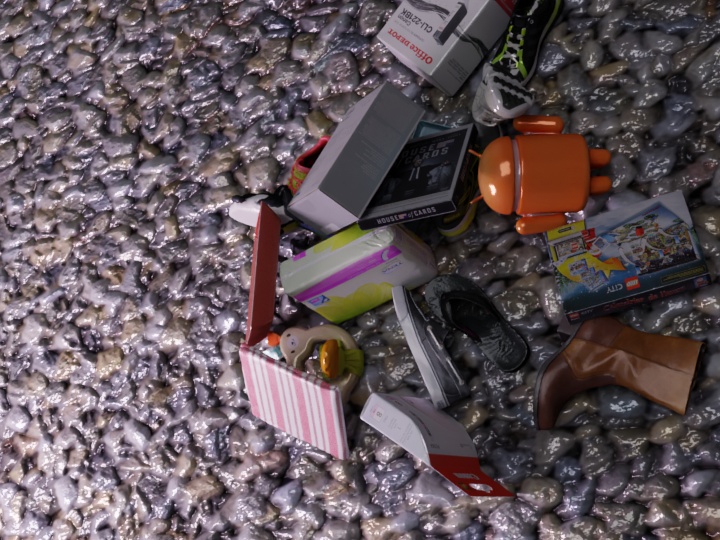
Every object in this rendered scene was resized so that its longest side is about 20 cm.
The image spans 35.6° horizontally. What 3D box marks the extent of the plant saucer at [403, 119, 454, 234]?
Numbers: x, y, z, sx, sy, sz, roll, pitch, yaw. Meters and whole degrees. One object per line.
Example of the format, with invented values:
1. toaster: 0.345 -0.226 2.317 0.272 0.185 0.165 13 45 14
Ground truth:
1. plant saucer: 0.089 -0.138 1.775 0.070 0.019 0.200 19 85 32

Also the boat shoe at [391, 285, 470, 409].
1. boat shoe: 0.106 0.105 1.666 0.068 0.072 0.200 -23 65 2

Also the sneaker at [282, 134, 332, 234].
1. sneaker: -0.092 -0.148 1.836 0.078 0.090 0.200 44 100 29

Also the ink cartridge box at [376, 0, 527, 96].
1. ink cartridge box: 0.144 -0.400 1.775 0.200 0.084 0.144 -52 54 8

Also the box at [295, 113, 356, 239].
1. box: -0.010 -0.140 1.776 0.200 0.117 0.048 -68 14 -4

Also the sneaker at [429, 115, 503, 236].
1. sneaker: 0.158 -0.152 1.701 0.074 0.085 0.200 16 84 31

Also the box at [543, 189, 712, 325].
1. box: 0.365 -0.018 1.545 0.200 0.038 0.137 -17 60 14

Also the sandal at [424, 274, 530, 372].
1. sandal: 0.169 0.069 1.653 0.200 0.048 0.075 41 98 31

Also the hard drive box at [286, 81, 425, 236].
1. hard drive box: -0.009 -0.162 1.656 0.200 0.077 0.156 -58 13 -17

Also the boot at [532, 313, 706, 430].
1. boot: 0.350 0.158 1.529 0.200 0.068 0.189 19 73 26

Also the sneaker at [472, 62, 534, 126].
1. sneaker: 0.199 -0.241 1.619 0.075 0.200 0.081 27 108 -6

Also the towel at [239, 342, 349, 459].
1. towel: -0.100 0.199 1.726 0.200 0.147 0.030 21 46 30

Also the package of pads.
1. package of pads: 0.000 0.000 1.705 0.200 0.154 0.068 -26 58 21

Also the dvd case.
1. dvd case: 0.086 -0.138 1.635 0.150 0.025 0.200 -12 35 25

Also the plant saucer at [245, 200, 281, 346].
1. plant saucer: -0.152 0.014 1.754 0.037 0.200 0.201 6 76 -7

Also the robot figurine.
1. robot figurine: 0.255 -0.140 1.604 0.199 0.144 0.117 -2 38 1

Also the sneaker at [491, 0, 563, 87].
1. sneaker: 0.241 -0.365 1.715 0.072 0.083 0.200 23 88 32

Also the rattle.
1. rattle: -0.105 0.129 1.740 0.200 0.143 0.130 28 105 26

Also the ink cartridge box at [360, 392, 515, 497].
1. ink cartridge box: 0.118 0.242 1.567 0.200 0.162 0.057 27 95 32

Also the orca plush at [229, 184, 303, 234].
1. orca plush: -0.143 -0.116 1.788 0.071 0.105 0.200 -63 16 -16
